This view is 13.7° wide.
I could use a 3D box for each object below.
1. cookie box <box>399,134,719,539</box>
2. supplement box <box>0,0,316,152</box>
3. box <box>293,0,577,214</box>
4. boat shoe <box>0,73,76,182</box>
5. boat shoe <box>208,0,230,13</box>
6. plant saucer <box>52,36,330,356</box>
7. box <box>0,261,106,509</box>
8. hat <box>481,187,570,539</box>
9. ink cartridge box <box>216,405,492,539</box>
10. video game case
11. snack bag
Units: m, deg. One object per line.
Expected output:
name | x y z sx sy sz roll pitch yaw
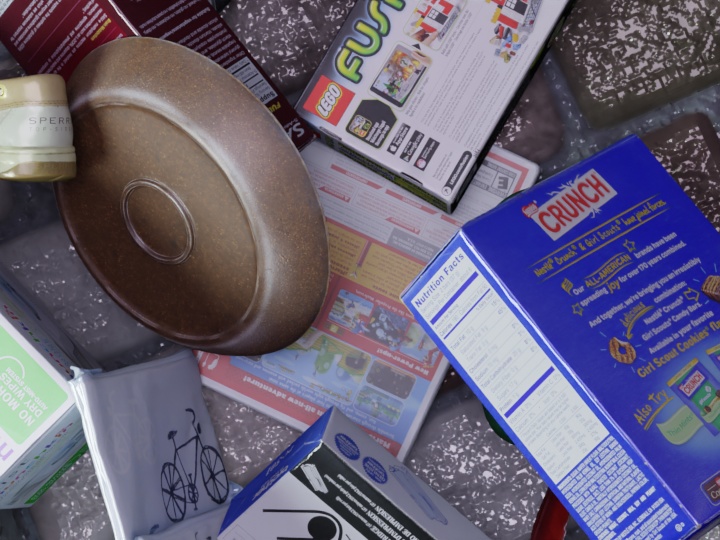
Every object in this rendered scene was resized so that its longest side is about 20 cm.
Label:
cookie box | 0.147 0.044 1.608 0.200 0.171 0.075 52 134 11
supplement box | -0.127 -0.118 1.712 0.061 0.109 0.200 -37 88 -39
box | 0.056 -0.146 1.735 0.110 0.035 0.200 30 82 7
boat shoe | -0.232 -0.094 1.712 0.200 0.074 0.067 11 99 41
boat shoe | -0.153 -0.214 1.761 0.200 0.069 0.057 42 57 10
plant saucer | -0.105 -0.033 1.679 0.200 0.200 0.034 47 48 6
box | -0.242 0.036 1.689 0.097 0.176 0.200 -44 83 1
hat | 0.095 0.076 1.731 0.166 0.176 0.200 32 45 -6
ink cartridge box | 0.026 0.175 1.676 0.200 0.044 0.094 40 118 -11
video game case | 0.000 0.000 1.750 0.143 0.017 0.200 25 88 6
snack bag | -0.095 0.140 1.659 0.021 0.189 0.200 -17 88 17
